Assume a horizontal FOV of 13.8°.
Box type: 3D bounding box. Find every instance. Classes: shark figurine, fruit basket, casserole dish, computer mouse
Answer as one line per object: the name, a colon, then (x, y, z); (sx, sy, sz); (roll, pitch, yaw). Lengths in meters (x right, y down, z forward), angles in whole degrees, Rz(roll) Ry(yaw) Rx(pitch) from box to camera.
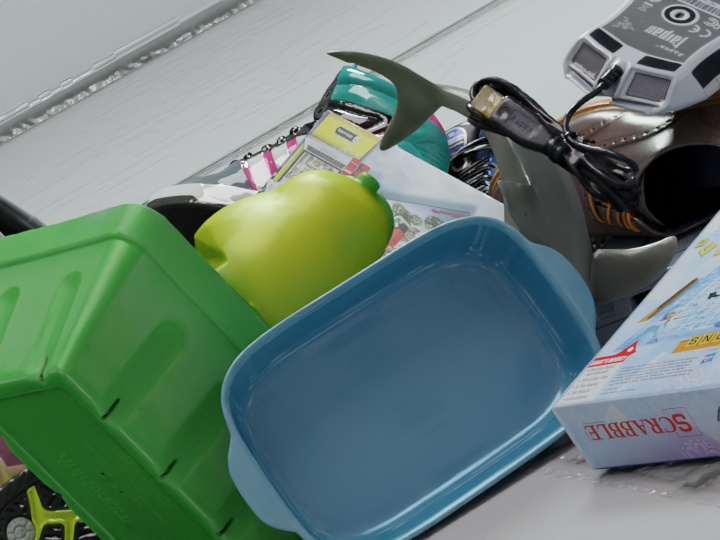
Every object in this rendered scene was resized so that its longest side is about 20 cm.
shark figurine: (0.072, -0.042, 1.515); (0.128, 0.215, 0.089); (-29, -25, 16)
fruit basket: (-0.074, 0.033, 1.502); (0.155, 0.216, 0.216); (-13, 18, 47)
casserole dish: (0.024, 0.059, 1.437); (0.200, 0.121, 0.039); (-33, -9, -17)
computer mouse: (0.147, -0.099, 1.536); (0.110, 0.044, 0.200); (27, 45, 29)

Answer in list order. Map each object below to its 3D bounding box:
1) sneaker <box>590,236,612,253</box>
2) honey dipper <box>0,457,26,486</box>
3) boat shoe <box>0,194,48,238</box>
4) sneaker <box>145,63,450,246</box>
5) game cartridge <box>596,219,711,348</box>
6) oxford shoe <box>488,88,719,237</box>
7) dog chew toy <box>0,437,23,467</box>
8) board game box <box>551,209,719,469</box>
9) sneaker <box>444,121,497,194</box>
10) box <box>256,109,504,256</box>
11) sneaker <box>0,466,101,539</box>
sneaker: (0.173, -0.049, 1.694); (0.091, 0.076, 0.200); (-3, -12, -33)
honey dipper: (-0.180, 0.113, 1.694); (0.038, 0.038, 0.200); (-20, -7, 30)
boat shoe: (-0.164, 0.022, 1.790); (0.069, 0.200, 0.072); (-54, -2, 31)
sneaker: (-0.029, -0.067, 1.803); (0.200, 0.084, 0.121); (-1, 50, 29)
game cartridge: (0.212, -0.021, 1.551); (0.200, 0.041, 0.133); (-21, 16, 25)
oxford shoe: (0.143, -0.050, 1.578); (0.200, 0.071, 0.073); (-18, 19, 37)
dog chew toy: (-0.235, 0.092, 1.756); (0.125, 0.125, 0.200); (-38, -1, -44)
board game box: (0.213, 0.006, 1.339); (0.200, 0.041, 0.200); (-10, 30, 52)
sneaker: (0.066, -0.040, 1.816); (0.079, 0.089, 0.200); (-22, 13, 8)
box: (0.000, 0.000, 1.643); (0.137, 0.038, 0.200); (-50, 38, -6)
sneaker: (-0.116, 0.118, 1.629); (0.200, 0.075, 0.076); (-25, -9, -1)
